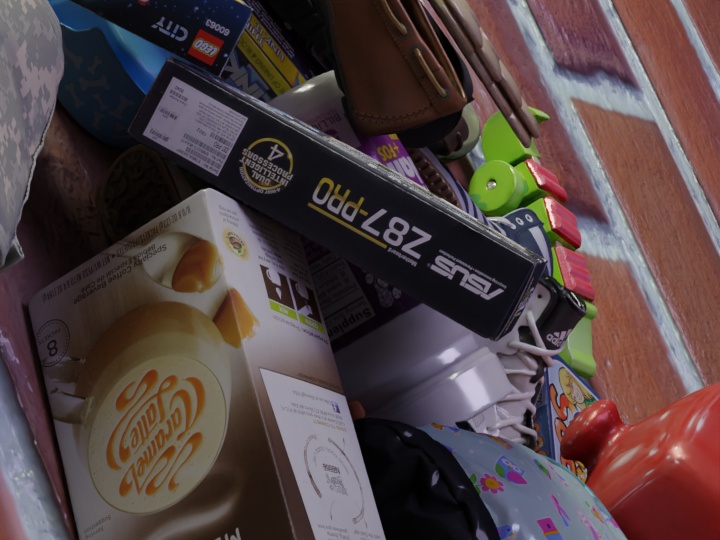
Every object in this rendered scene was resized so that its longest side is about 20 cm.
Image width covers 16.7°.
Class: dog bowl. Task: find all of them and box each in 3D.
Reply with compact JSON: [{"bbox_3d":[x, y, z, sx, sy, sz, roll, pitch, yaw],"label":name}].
[{"bbox_3d":[-0.150,-0.154,1.304,0.201,0.049,0.111,61,24,2],"label":"dog bowl"}]

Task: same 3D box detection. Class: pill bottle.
[{"bbox_3d":[0.000,0.000,1.340,0.201,0.112,0.112,60,24,3],"label":"pill bottle"}]

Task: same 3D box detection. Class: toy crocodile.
[{"bbox_3d":[0.124,-0.019,1.662,0.067,0.062,0.201,27,41,-50],"label":"toy crocodile"}]

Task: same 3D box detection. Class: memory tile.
[{"bbox_3d":[0.046,-0.159,1.402,0.154,0.017,0.200,58,5,22],"label":"memory tile"}]

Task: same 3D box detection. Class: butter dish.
[{"bbox_3d":[0.175,0.135,1.393,0.148,0.200,0.199,45,31,10],"label":"butter dish"}]

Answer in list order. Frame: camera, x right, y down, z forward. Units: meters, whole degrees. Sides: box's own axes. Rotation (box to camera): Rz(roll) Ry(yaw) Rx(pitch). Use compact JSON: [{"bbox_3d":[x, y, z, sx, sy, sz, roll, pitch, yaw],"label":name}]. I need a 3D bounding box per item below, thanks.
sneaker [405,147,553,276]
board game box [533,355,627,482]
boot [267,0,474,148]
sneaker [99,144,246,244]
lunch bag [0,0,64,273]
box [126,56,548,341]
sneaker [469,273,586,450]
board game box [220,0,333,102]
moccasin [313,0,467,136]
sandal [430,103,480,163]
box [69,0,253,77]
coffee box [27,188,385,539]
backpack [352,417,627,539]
[{"bbox_3d":[0.059,-0.028,1.535,0.200,0.070,0.109,56,28,-24],"label":"sneaker"},{"bbox_3d":[0.145,0.156,1.534,0.135,0.034,0.201,43,29,-32],"label":"board game box"},{"bbox_3d":[-0.001,-0.167,1.470,0.201,0.077,0.138,62,13,-3],"label":"boot"},{"bbox_3d":[-0.062,0.029,1.237,0.090,0.067,0.201,16,45,-50],"label":"sneaker"},{"bbox_3d":[-0.215,-0.091,1.022,0.200,0.117,0.164,43,27,-23],"label":"lunch bag"},{"bbox_3d":[-0.006,-0.034,1.195,0.199,0.049,0.161,29,5,4],"label":"box"},{"bbox_3d":[0.083,0.068,1.418,0.076,0.115,0.201,24,41,-52],"label":"sneaker"},{"bbox_3d":[-0.070,-0.160,1.459,0.200,0.057,0.166,50,27,-20],"label":"board game box"},{"bbox_3d":[0.004,-0.171,1.265,0.074,0.077,0.203,-38,111,-75],"label":"moccasin"},{"bbox_3d":[0.042,-0.105,1.609,0.080,0.057,0.201,59,23,-1],"label":"sandal"},{"bbox_3d":[-0.153,-0.161,1.168,0.199,0.038,0.137,27,6,-14],"label":"box"},{"bbox_3d":[-0.068,0.081,1.110,0.080,0.114,0.201,27,38,-52],"label":"coffee box"},{"bbox_3d":[0.063,0.161,1.259,0.200,0.126,0.168,26,36,-56],"label":"backpack"}]
